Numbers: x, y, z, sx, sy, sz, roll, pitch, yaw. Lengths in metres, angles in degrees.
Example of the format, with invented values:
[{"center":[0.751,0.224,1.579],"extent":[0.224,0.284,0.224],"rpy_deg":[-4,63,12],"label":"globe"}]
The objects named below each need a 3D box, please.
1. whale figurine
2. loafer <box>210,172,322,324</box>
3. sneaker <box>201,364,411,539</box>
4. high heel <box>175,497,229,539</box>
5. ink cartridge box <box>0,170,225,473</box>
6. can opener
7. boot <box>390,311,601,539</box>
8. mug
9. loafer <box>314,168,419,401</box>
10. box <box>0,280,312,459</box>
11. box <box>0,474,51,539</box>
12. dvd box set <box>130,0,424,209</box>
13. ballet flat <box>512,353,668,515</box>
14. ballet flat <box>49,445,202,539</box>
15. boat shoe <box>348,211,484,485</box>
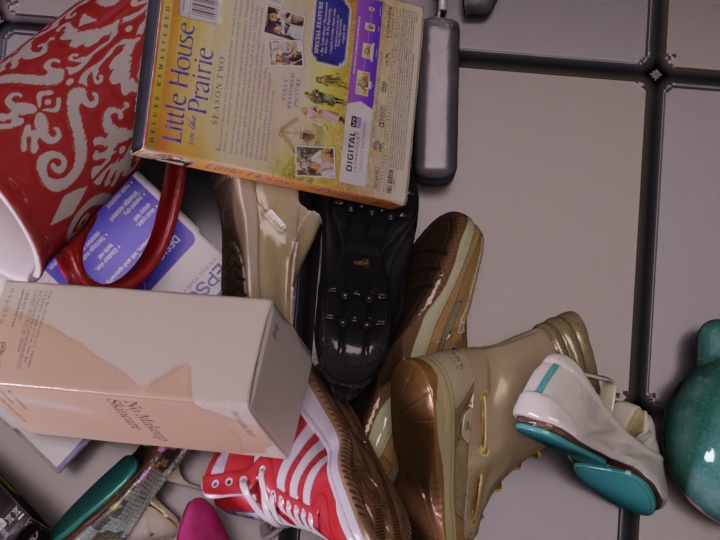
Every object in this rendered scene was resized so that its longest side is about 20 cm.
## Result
[{"center":[0.304,0.090,1.354],"extent":[0.159,0.104,0.200],"rpy_deg":[44,84,5],"label":"whale figurine"},{"center":[-0.061,-0.019,1.344],"extent":[0.068,0.076,0.202],"rpy_deg":[-7,93,-18],"label":"loafer"},{"center":[-0.040,0.157,1.285],"extent":[0.112,0.200,0.071],"rpy_deg":[-41,123,9],"label":"sneaker"},{"center":[-0.065,0.242,1.279],"extent":[0.095,0.067,0.202],"rpy_deg":[-18,75,20],"label":"high heel"},{"center":[-0.221,0.008,1.388],"extent":[0.200,0.047,0.198],"rpy_deg":[43,82,3],"label":"ink cartridge box"},{"center":[0.073,-0.164,1.409],"extent":[0.066,0.053,0.202],"rpy_deg":[1,84,0],"label":"can opener"},{"center":[0.098,0.135,1.356],"extent":[0.154,0.073,0.202],"rpy_deg":[-17,117,-30],"label":"boot"},{"center":[-0.194,-0.092,1.337],"extent":[0.133,0.178,0.200],"rpy_deg":[24,59,36],"label":"mug"},{"center":[0.000,0.000,1.360],"extent":[0.067,0.071,0.202],"rpy_deg":[11,51,-2],"label":"loafer"},{"center":[-0.142,0.065,1.276],"extent":[0.198,0.095,0.078],"rpy_deg":[3,64,21],"label":"box"},{"center":[-0.345,0.189,1.333],"extent":[0.193,0.048,0.200],"rpy_deg":[39,83,27],"label":"box"},{"center":[-0.054,-0.131,1.313],"extent":[0.198,0.029,0.148],"rpy_deg":[10,78,-25],"label":"dvd box set"},{"center":[0.169,0.111,1.314],"extent":[0.069,0.200,0.070],"rpy_deg":[-14,60,26],"label":"ballet flat"},{"center":[-0.141,0.143,1.366],"extent":[0.071,0.069,0.200],"rpy_deg":[40,83,-15],"label":"ballet flat"},{"center":[0.049,0.059,1.381],"extent":[0.076,0.072,0.202],"rpy_deg":[25,89,-21],"label":"boat shoe"}]
